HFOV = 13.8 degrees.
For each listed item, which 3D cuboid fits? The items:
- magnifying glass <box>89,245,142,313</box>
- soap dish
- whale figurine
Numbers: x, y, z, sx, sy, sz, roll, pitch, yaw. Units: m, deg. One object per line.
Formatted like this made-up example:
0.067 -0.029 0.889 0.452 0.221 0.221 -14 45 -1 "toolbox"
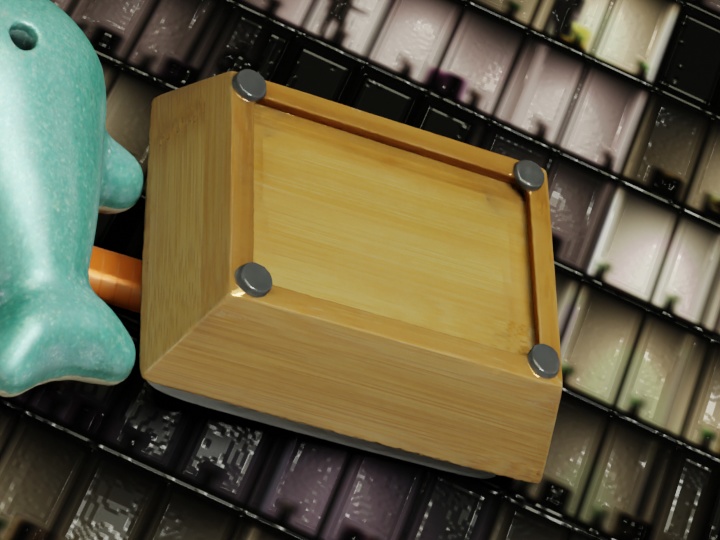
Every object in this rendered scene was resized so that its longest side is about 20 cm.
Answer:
-0.162 -0.010 1.359 0.200 0.022 0.080 16 50 -6 "magnifying glass"
0.000 0.000 1.351 0.200 0.081 0.157 16 50 -21 "soap dish"
-0.155 -0.043 1.299 0.159 0.104 0.200 -3 58 -38 "whale figurine"
